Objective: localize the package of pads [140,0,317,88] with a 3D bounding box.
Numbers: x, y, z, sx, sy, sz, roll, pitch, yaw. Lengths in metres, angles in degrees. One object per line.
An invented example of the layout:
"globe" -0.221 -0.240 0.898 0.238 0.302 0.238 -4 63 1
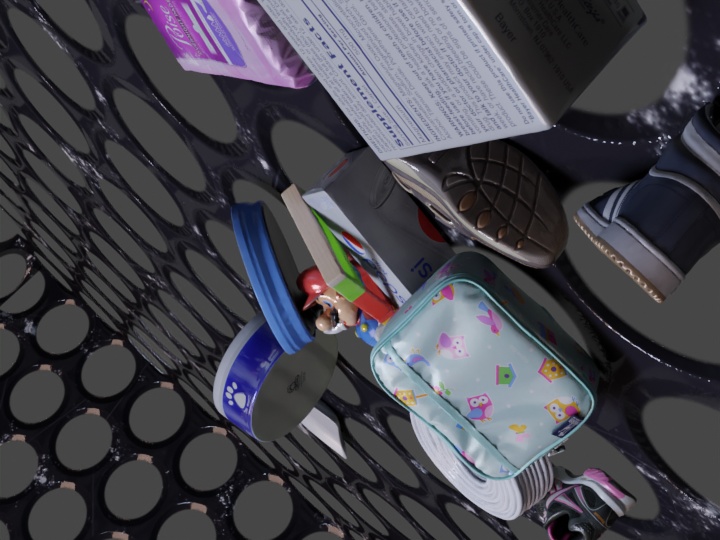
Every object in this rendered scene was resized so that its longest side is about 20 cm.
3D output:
"package of pads" -0.112 -0.229 0.842 0.199 0.076 0.121 22 148 48

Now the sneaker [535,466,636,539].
"sneaker" 0.246 0.290 1.176 0.080 0.086 0.200 43 162 7

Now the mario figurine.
"mario figurine" 0.002 0.071 1.182 0.199 0.106 0.124 36 126 1

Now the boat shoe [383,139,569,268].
"boat shoe" 0.090 -0.068 0.791 0.200 0.074 0.073 44 173 28

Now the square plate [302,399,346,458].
"square plate" -0.103 0.277 1.956 0.199 0.028 0.199 36 159 23

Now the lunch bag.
"lunch bag" 0.117 0.098 0.924 0.200 0.160 0.077 43 -156 -5

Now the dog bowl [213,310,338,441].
"dog bowl" -0.125 0.153 1.476 0.078 0.200 0.201 30 157 27

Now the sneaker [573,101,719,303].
"sneaker" 0.199 -0.046 0.621 0.070 0.109 0.200 41 -169 1

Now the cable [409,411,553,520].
"cable" 0.146 0.211 1.201 0.201 0.069 0.200 55 158 3

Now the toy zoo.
"toy zoo" 0.000 0.000 1.031 0.200 0.020 0.132 38 -161 -51

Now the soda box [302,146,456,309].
"soda box" 0.037 -0.024 0.975 0.200 0.068 0.063 50 162 -15

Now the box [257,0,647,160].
"box" 0.037 -0.176 0.601 0.184 0.105 0.199 50 159 -19

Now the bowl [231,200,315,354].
"bowl" -0.107 0.004 1.237 0.201 0.039 0.202 -22 -90 -88
